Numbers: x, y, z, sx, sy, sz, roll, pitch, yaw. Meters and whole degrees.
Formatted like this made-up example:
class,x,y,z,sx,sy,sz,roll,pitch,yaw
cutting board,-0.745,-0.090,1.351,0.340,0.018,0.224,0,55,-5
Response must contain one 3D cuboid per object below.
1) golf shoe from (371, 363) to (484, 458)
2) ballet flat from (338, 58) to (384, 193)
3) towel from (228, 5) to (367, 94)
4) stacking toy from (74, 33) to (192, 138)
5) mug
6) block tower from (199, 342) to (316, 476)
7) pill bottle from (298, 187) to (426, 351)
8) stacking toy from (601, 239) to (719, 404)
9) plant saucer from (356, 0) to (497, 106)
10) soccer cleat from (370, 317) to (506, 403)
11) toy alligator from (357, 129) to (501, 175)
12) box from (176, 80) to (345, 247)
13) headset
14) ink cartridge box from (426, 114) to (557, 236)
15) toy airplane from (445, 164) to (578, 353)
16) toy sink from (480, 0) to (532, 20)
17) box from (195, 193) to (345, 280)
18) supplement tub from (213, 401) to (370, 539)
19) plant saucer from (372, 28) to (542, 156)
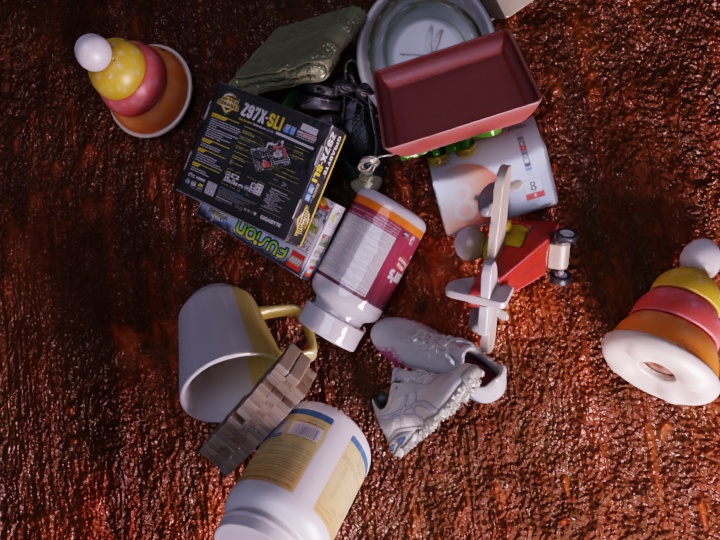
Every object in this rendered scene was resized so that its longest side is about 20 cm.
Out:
class,x,y,z,sx,sy,sz,roll,pitch,yaw
golf shoe,0.076,0.161,0.997,0.098,0.078,0.200,53,132,14
ballet flat,-0.006,-0.203,1.111,0.065,0.057,0.205,-10,82,12
towel,-0.090,-0.305,1.087,0.197,0.037,0.150,-2,46,41
stacking toy,-0.344,-0.288,1.123,0.142,0.200,0.150,-1,83,12
mug,-0.174,0.107,1.079,0.150,0.184,0.155,-49,44,28
block tower,-0.135,0.186,1.006,0.054,0.058,0.200,40,118,-4
pill bottle,0.000,0.000,1.058,0.108,0.109,0.203,28,89,14
stacking toy,0.404,0.050,0.964,0.144,0.147,0.202,28,72,14
plant saucer,0.093,-0.304,1.090,0.195,0.050,0.205,1,100,7
soccer cleat,0.106,0.106,1.029,0.197,0.087,0.071,25,62,11
toy alligator,0.089,-0.177,1.033,0.195,0.060,0.055,-14,37,12
box,-0.136,-0.144,1.032,0.197,0.049,0.163,24,90,24
headset,-0.060,-0.217,1.076,0.198,0.093,0.127,-16,81,43
ink cartridge box,0.167,-0.167,1.051,0.159,0.050,0.205,-15,97,10
toy airplane,0.169,-0.010,0.985,0.140,0.198,0.203,28,86,38
toy sink,0.205,-0.421,1.050,0.129,0.200,0.113,-33,108,6
box,-0.126,-0.082,1.066,0.198,0.035,0.112,29,95,24
supplement tub,-0.084,0.284,0.982,0.142,0.201,0.147,15,130,19
plant saucer,0.118,-0.224,0.993,0.195,0.037,0.202,-16,41,9
